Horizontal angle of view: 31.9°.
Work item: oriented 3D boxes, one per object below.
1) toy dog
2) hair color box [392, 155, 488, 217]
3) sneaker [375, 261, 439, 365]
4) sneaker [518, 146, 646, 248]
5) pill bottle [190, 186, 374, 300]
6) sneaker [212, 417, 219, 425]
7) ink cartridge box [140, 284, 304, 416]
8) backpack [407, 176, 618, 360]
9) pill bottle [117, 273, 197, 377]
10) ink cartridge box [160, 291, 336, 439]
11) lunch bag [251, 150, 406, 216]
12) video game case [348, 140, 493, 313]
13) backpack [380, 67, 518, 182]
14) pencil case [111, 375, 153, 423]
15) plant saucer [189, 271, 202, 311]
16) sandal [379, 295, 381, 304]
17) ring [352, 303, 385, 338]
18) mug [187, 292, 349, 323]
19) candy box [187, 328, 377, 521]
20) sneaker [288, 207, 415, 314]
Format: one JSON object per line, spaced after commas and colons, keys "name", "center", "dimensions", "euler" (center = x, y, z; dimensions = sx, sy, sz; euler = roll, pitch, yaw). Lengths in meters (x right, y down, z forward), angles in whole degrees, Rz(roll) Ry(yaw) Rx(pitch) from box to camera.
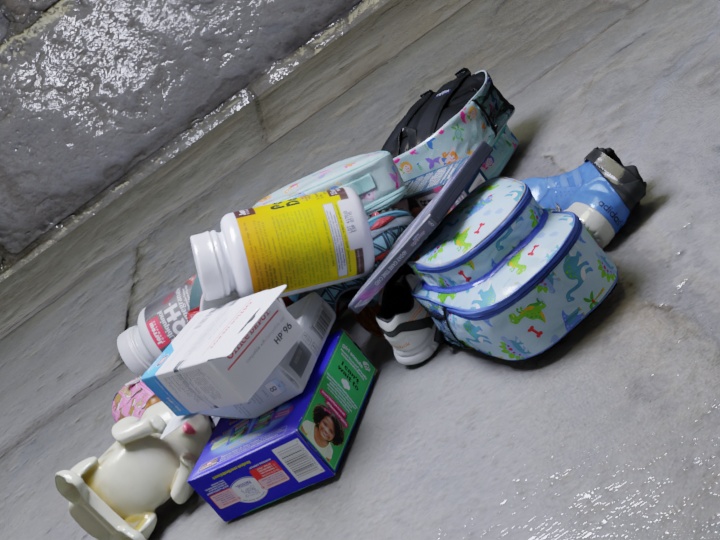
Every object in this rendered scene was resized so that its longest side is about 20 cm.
{"name": "toy dog", "center": [-0.256, 0.243, 1.546], "dimensions": [0.200, 0.140, 0.194], "euler": [-47, -6, -28]}
{"name": "hair color box", "center": [0.090, -0.072, 1.691], "dimensions": [0.200, 0.100, 0.061], "euler": [-19, 27, 43]}
{"name": "sneaker", "center": [0.072, 0.011, 1.488], "dimensions": [0.074, 0.080, 0.200], "euler": [-11, 45, 32]}
{"name": "sneaker", "center": [0.256, -0.094, 1.479], "dimensions": [0.111, 0.077, 0.200], "euler": [-46, 24, -10]}
{"name": "pill bottle", "center": [-0.091, -0.025, 1.458], "dimensions": [0.200, 0.109, 0.109], "euler": [-14, 16, -9]}
{"name": "sneaker", "center": [-0.171, 0.110, 1.704], "dimensions": [0.070, 0.109, 0.200], "euler": [-12, 32, 53]}
{"name": "ink cartridge box", "center": [-0.144, 0.091, 1.390], "dimensions": [0.200, 0.068, 0.116], "euler": [-18, 28, 53]}
{"name": "backpack", "center": [0.155, -0.001, 1.336], "dimensions": [0.183, 0.147, 0.200], "euler": [-44, 23, -11]}
{"name": "pill bottle", "center": [-0.274, 0.084, 1.950], "dimensions": [0.200, 0.111, 0.111], "euler": [-32, 19, 13]}
{"name": "ink cartridge box", "center": [-0.131, 0.123, 1.479], "dimensions": [0.200, 0.047, 0.160], "euler": [-33, 18, 29]}
{"name": "lunch bag", "center": [-0.045, -0.085, 1.621], "dimensions": [0.200, 0.077, 0.160], "euler": [-26, 10, -10]}
{"name": "video game case", "center": [0.065, -0.046, 1.403], "dimensions": [0.143, 0.019, 0.200], "euler": [-53, 3, -41]}
{"name": "backpack", "center": [0.121, -0.177, 1.806], "dimensions": [0.177, 0.151, 0.200], "euler": [-25, 14, 37]}
{"name": "pencil case", "center": [-0.282, 0.202, 1.716], "dimensions": [0.083, 0.087, 0.200], "euler": [-47, 20, -11]}
{"name": "plant saucer", "center": [-0.145, 0.029, 1.771], "dimensions": [0.201, 0.201, 0.039], "euler": [-40, 47, -10]}
{"name": "sandal", "center": [0.057, -0.003, 1.647], "dimensions": [0.207, 0.059, 0.079], "euler": [-17, 26, 46]}
{"name": "ring", "center": [0.073, 0.000, 1.573], "dimensions": [0.200, 0.019, 0.201], "euler": [-21, 41, 20]}
{"name": "mug", "center": [-0.119, 0.032, 1.661], "dimensions": [0.177, 0.134, 0.200], "euler": [22, 23, 22]}
{"name": "candy box", "center": [-0.087, 0.176, 1.453], "dimensions": [0.169, 0.077, 0.200], "euler": [-27, 22, 29]}
{"name": "sneaker", "center": [0.000, 0.000, 1.569], "dimensions": [0.200, 0.096, 0.079], "euler": [-34, -7, -21]}
